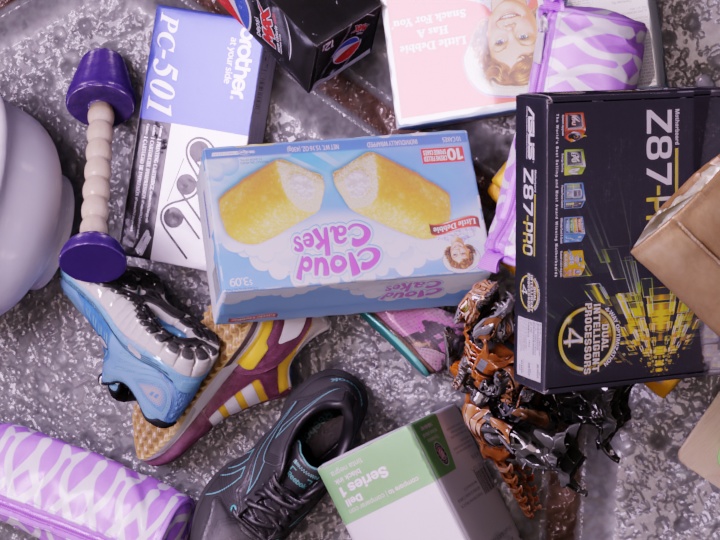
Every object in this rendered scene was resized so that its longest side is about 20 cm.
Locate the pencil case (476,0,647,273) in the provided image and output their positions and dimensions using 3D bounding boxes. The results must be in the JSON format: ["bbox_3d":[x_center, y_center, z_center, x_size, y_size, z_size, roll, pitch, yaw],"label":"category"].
[{"bbox_3d":[0.142,-0.093,1.274,0.084,0.085,0.200,15,96,48],"label":"pencil case"}]

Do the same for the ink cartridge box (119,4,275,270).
[{"bbox_3d":[-0.127,-0.103,1.436,0.094,0.044,0.200,10,94,13],"label":"ink cartridge box"}]

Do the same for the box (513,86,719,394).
[{"bbox_3d":[0.183,-0.023,1.236,0.161,0.049,0.200,-4,100,-26],"label":"box"}]

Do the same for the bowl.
[{"bbox_3d":[-0.287,-0.041,1.437,0.090,0.201,0.201,16,98,-30],"label":"bowl"}]

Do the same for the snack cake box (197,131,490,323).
[{"bbox_3d":[-0.014,-0.031,1.335,0.200,0.067,0.115,-5,68,-13],"label":"snack cake box"}]

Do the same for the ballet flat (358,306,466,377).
[{"bbox_3d":[0.000,0.000,1.401,0.200,0.069,0.071,37,82,7],"label":"ballet flat"}]

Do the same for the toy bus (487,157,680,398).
[{"bbox_3d":[0.174,0.000,1.349,0.200,0.065,0.078,40,102,10],"label":"toy bus"}]

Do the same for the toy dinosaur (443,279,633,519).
[{"bbox_3d":[0.122,0.097,1.334,0.136,0.200,0.102,19,65,34],"label":"toy dinosaur"}]

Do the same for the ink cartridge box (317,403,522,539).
[{"bbox_3d":[0.065,0.210,1.341,0.084,0.146,0.200,-27,84,15],"label":"ink cartridge box"}]

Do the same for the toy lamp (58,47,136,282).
[{"bbox_3d":[-0.204,-0.088,1.409,0.058,0.058,0.200,-14,52,15],"label":"toy lamp"}]

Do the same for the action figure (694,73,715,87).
[{"bbox_3d":[0.291,-0.058,1.276,0.118,0.055,0.200,-52,50,16],"label":"action figure"}]

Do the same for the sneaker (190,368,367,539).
[{"bbox_3d":[-0.066,0.162,1.392,0.075,0.079,0.200,33,92,-9],"label":"sneaker"}]

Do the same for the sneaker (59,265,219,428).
[{"bbox_3d":[-0.186,0.054,1.404,0.200,0.078,0.090,41,116,50],"label":"sneaker"}]

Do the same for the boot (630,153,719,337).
[{"bbox_3d":[0.251,0.048,1.208,0.175,0.066,0.200,-45,100,-4],"label":"boot"}]

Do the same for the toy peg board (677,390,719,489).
[{"bbox_3d":[0.358,0.113,1.285,0.199,0.098,0.200,35,100,12],"label":"toy peg board"}]

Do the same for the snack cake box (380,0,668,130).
[{"bbox_3d":[0.122,-0.175,1.357,0.200,0.067,0.115,-7,91,15],"label":"snack cake box"}]

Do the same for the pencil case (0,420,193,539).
[{"bbox_3d":[-0.232,0.183,1.443,0.200,0.085,0.084,17,108,13],"label":"pencil case"}]

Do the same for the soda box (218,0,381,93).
[{"bbox_3d":[-0.076,-0.233,1.386,0.071,0.063,0.200,-35,71,-24],"label":"soda box"}]

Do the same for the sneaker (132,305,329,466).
[{"bbox_3d":[-0.103,0.091,1.422,0.200,0.090,0.075,-47,43,35],"label":"sneaker"}]
